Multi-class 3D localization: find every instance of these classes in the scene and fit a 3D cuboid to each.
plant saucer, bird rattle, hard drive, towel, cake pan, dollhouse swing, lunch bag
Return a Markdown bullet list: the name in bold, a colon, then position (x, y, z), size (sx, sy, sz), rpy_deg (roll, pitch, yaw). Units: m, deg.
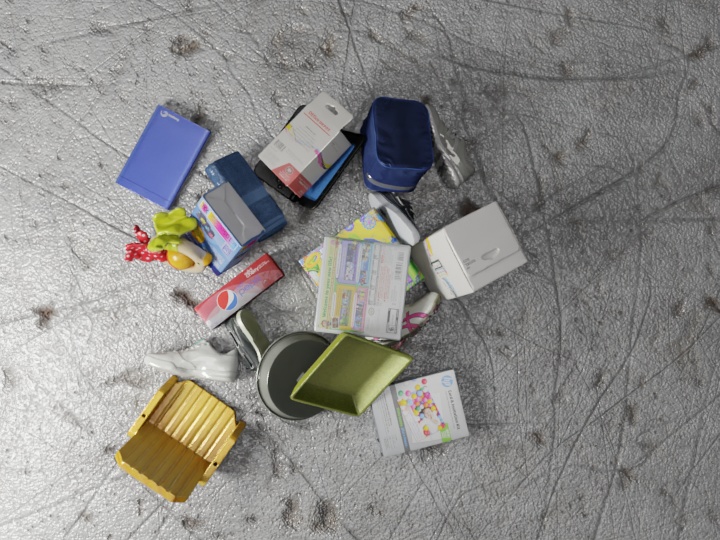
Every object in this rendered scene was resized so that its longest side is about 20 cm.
- **plant saucer**: position (-0.022, 0.211, 1.375), size (0.200, 0.048, 0.200), rpy_deg (25, 115, -37)
- **bird rattle**: position (-0.407, -0.038, 1.382), size (0.163, 0.200, 0.113), rpy_deg (33, 52, -25)
- **hard drive**: position (-0.439, -0.252, 1.453), size (0.132, 0.025, 0.200), rpy_deg (28, 86, -2)
- **towel**: position (-0.252, -0.159, 1.427), size (0.049, 0.112, 0.200), rpy_deg (-32, 94, 37)
- **cake pan**: position (-0.126, 0.233, 1.417), size (0.200, 0.037, 0.200), rpy_deg (-2, 95, -26)
- **dollhouse swing**: position (-0.376, 0.349, 1.362), size (0.200, 0.176, 0.182), rpy_deg (35, 86, -1)
- **lunch bag**: position (0.071, -0.276, 1.427), size (0.136, 0.132, 0.200), rpy_deg (4, 69, -16)

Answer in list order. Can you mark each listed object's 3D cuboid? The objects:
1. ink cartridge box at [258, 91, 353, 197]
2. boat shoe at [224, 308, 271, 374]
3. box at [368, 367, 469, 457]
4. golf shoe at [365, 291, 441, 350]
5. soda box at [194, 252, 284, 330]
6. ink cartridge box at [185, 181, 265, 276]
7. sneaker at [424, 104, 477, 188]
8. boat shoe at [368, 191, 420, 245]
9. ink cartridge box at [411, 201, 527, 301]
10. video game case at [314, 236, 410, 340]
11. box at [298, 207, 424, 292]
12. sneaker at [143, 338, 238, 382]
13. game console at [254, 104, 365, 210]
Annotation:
- **ink cartridge box**: position (-0.105, -0.270, 1.385), size (0.200, 0.067, 0.116), rpy_deg (-45, 62, 3)
- **boat shoe**: position (-0.238, 0.184, 1.433), size (0.066, 0.075, 0.199), rpy_deg (-22, 107, 22)
- **box**: position (0.130, 0.320, 1.467), size (0.200, 0.041, 0.156), rpy_deg (-13, 89, -6)
- **golf shoe**: position (0.090, 0.108, 1.430), size (0.092, 0.073, 0.200), rpy_deg (46, 108, 0)
- **soda box**: position (-0.264, 0.046, 1.433), size (0.200, 0.070, 0.063), rpy_deg (-38, 90, -4)
- **ink cartridge box**: position (-0.301, -0.079, 1.394), size (0.076, 0.200, 0.136), rpy_deg (-37, 90, -35)
- **sneaker**: position (0.197, -0.290, 1.488), size (0.082, 0.075, 0.200), rpy_deg (-28, 97, -19)
- **boat shoe**: position (0.089, -0.124, 1.419), size (0.068, 0.200, 0.072), rpy_deg (-23, 127, -13)
- **ink cartridge box**: position (0.224, -0.035, 1.392), size (0.147, 0.200, 0.145), rpy_deg (-28, 90, -19)
- **video game case**: position (0.004, 0.037, 1.356), size (0.182, 0.022, 0.200), rpy_deg (7, 89, -3)
- **box**: position (0.000, 0.000, 1.428), size (0.200, 0.122, 0.193), rpy_deg (-35, 91, -4)
- **sneaker**: position (-0.368, 0.190, 1.428), size (0.200, 0.075, 0.089), rpy_deg (11, 75, -10)
- **game console**: position (-0.116, -0.254, 1.432), size (0.176, 0.116, 0.200), rpy_deg (36, 85, -2)
